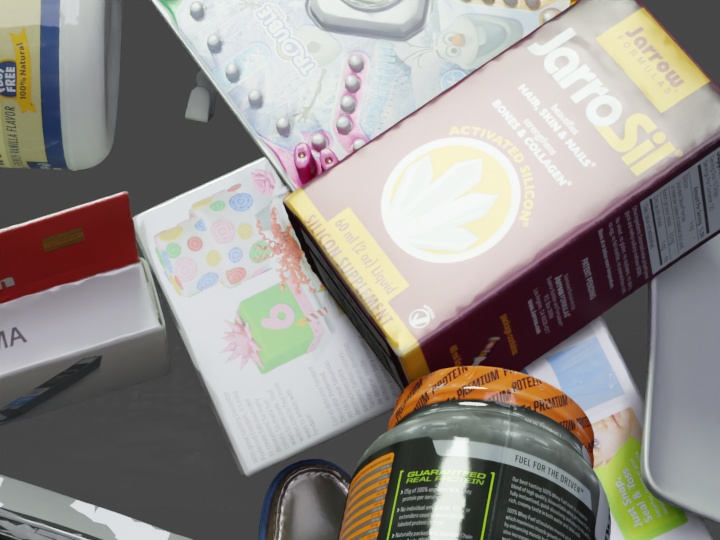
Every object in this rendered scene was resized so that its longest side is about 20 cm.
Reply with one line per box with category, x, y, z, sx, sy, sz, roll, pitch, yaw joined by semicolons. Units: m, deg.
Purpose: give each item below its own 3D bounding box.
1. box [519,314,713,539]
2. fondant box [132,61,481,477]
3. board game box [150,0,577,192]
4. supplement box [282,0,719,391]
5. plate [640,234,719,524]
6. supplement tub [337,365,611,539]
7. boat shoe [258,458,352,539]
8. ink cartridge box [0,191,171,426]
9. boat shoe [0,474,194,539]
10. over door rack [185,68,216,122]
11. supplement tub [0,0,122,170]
box;0.108;0.139;1.136;0.112;0.101;0.201;-24;75;-9
fondant box;0.000;0.000;1.175;0.199;0.058;0.145;-25;88;-6
board game box;0.006;-0.153;1.167;0.199;0.026;0.200;-34;70;-8
supplement box;0.079;-0.033;1.092;0.199;0.086;0.111;-34;60;-6
plate;0.214;0.064;1.144;0.199;0.032;0.201;26;49;-24
supplement tub;0.045;0.150;0.995;0.122;0.123;0.201;13;53;1
boat shoe;-0.004;0.187;1.131;0.072;0.072;0.201;-12;75;-9
ink cartridge box;-0.196;0.038;1.114;0.199;0.176;0.045;-17;74;-7
boat shoe;-0.173;0.143;1.139;0.199;0.071;0.064;16;72;1
over door rack;-0.007;-0.162;1.248;0.147;0.067;0.202;11;87;1
supplement tub;-0.228;-0.127;1.180;0.198;0.145;0.146;2;73;-2
